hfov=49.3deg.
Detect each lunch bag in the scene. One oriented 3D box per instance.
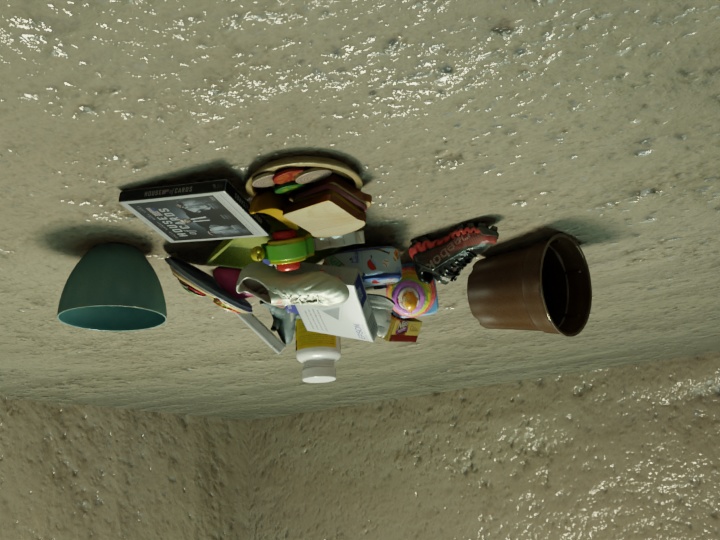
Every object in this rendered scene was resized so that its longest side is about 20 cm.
[{"bbox_3d":[0.000,0.000,1.529,0.157,0.077,0.200,-9,175,-1],"label":"lunch bag"}]

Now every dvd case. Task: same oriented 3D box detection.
[{"bbox_3d":[-0.264,-0.092,1.261,0.197,0.025,0.150,-4,155,22],"label":"dvd case"}]

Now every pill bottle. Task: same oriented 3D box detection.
[{"bbox_3d":[-0.101,0.161,1.874,0.109,0.203,0.111,-3,163,-1],"label":"pill bottle"}]

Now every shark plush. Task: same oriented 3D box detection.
[{"bbox_3d":[-0.165,0.098,1.671,0.090,0.084,0.200,19,165,6],"label":"shark plush"}]

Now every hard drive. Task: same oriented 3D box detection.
[{"bbox_3d":[-0.243,0.106,1.715,0.027,0.200,0.132,-46,180,-8],"label":"hard drive"}]

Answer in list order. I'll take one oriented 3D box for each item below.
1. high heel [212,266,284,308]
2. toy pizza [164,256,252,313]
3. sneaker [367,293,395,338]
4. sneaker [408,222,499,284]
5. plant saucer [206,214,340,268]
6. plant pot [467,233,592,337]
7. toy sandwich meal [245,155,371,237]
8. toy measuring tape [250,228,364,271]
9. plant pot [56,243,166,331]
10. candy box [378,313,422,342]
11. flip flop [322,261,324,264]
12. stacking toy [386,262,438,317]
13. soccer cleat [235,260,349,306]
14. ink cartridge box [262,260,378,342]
[{"bbox_3d":[-0.187,0.020,1.525,0.095,0.068,0.199,-31,136,34],"label":"high heel"},{"bbox_3d":[-0.300,0.036,1.535,0.199,0.032,0.200,33,180,0],"label":"toy pizza"},{"bbox_3d":[-0.031,0.088,1.569,0.197,0.089,0.074,3,168,19],"label":"sneaker"},{"bbox_3d":[0.180,-0.027,1.497,0.199,0.100,0.070,-18,156,37],"label":"sneaker"},{"bbox_3d":[-0.160,-0.051,1.442,0.197,0.049,0.199,7,160,-29],"label":"plant saucer"},{"bbox_3d":[0.337,0.037,1.602,0.196,0.204,0.199,-7,165,44],"label":"plant pot"},{"bbox_3d":[-0.083,-0.110,1.224,0.201,0.071,0.205,-3,163,-1],"label":"toy sandwich meal"},{"bbox_3d":[-0.087,-0.040,1.318,0.197,0.075,0.074,-8,164,-6],"label":"toy measuring tape"},{"bbox_3d":[-0.467,0.027,1.489,0.196,0.137,0.200,-3,163,-1],"label":"plant pot"},{"bbox_3d":[0.028,0.101,1.778,0.198,0.057,0.116,26,-170,36],"label":"candy box"},{"bbox_3d":[-0.088,0.033,1.693,0.057,0.083,0.200,5,168,-6],"label":"flip flop"},{"bbox_3d":[0.101,0.054,1.603,0.108,0.118,0.200,-7,-173,7],"label":"stacking toy"},{"bbox_3d":[-0.117,0.035,1.339,0.197,0.078,0.070,11,128,15],"label":"soccer cleat"},{"bbox_3d":[-0.079,0.055,1.456,0.197,0.041,0.201,9,147,20],"label":"ink cartridge box"}]
